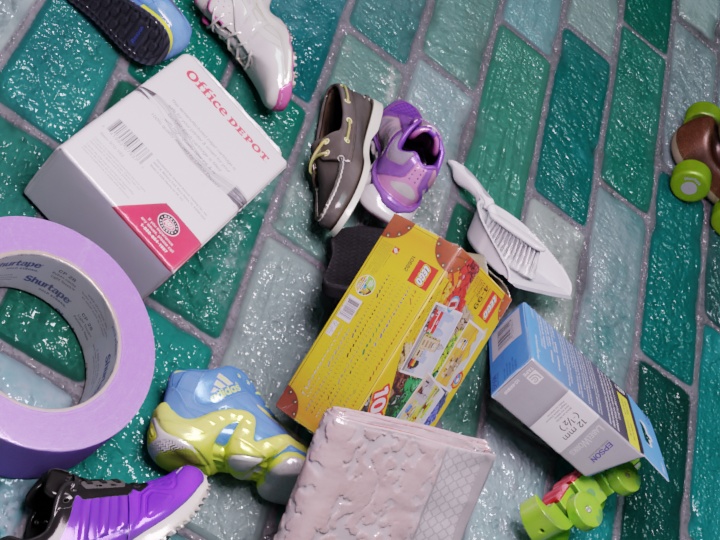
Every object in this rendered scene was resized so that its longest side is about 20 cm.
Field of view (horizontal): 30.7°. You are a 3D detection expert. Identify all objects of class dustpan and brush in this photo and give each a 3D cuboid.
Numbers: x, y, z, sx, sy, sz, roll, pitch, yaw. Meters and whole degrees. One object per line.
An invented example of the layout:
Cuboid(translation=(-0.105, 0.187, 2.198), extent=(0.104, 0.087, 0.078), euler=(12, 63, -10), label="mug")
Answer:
Cuboid(translation=(0.152, -0.053, 1.472), extent=(0.139, 0.058, 0.200), euler=(11, 25, -51), label="dustpan and brush")

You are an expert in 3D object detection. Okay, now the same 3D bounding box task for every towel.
Cuboid(translation=(0.012, 0.223, 1.113), extent=(0.190, 0.032, 0.202), euler=(16, 99, -36), label="towel")

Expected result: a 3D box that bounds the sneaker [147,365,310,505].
Cuboid(translation=(-0.088, 0.136, 1.146), extent=(0.199, 0.076, 0.106), euler=(21, 51, -28), label="sneaker")

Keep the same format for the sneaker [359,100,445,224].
Cuboid(translation=(0.054, -0.131, 1.409), extent=(0.080, 0.089, 0.201), euler=(30, 33, -15), label="sneaker")

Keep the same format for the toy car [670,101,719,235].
Cuboid(translation=(0.537, -0.175, 1.778), extent=(0.157, 0.200, 0.165), euler=(38, 46, -15), label="toy car")

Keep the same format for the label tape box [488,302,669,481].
Cuboid(translation=(0.225, 0.142, 1.376), extent=(0.200, 0.066, 0.144), euler=(42, 18, -12), label="label tape box")

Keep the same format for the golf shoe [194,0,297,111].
Cuboid(translation=(-0.125, -0.253, 1.373), extent=(0.091, 0.075, 0.202), euler=(-6, 65, -25), label="golf shoe")

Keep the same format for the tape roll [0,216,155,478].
Cuboid(translation=(-0.267, 0.060, 1.051), extent=(0.199, 0.066, 0.202), euler=(21, 52, -30), label="tape roll")

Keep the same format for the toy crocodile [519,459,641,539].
Cuboid(translation=(0.230, 0.230, 1.361), extent=(0.199, 0.067, 0.062), euler=(-26, 80, -46), label="toy crocodile")

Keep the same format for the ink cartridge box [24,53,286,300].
Cuboid(translation=(-0.182, -0.086, 1.200), extent=(0.145, 0.083, 0.200), euler=(47, 43, -6), label="ink cartridge box")

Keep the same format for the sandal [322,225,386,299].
Cuboid(translation=(0.000, 0.000, 1.300), extent=(0.074, 0.046, 0.200), euler=(4, 22, 10), label="sandal")

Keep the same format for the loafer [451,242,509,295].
Cuboid(translation=(0.095, 0.007, 1.334), extent=(0.200, 0.068, 0.077), euler=(24, 56, -61), label="loafer")

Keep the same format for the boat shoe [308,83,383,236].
Cuboid(translation=(-0.026, -0.118, 1.365), extent=(0.060, 0.072, 0.202), euler=(30, 41, -17), label="boat shoe")

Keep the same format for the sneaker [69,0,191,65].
Cuboid(translation=(-0.246, -0.289, 1.294), extent=(0.200, 0.066, 0.079), euler=(46, 32, -8), label="sneaker")

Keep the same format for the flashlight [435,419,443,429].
Cuboid(translation=(0.042, 0.124, 1.276), extent=(0.068, 0.067, 0.202), euler=(23, 47, -72), label="flashlight")

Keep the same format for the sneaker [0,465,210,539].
Cuboid(translation=(-0.204, 0.188, 1.020), extent=(0.100, 0.069, 0.200), euler=(52, 43, 3), label="sneaker")

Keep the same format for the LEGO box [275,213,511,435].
Cuboid(translation=(0.033, 0.072, 1.169), extent=(0.077, 0.201, 0.149), euler=(30, -4, 30), label="LEGO box")
